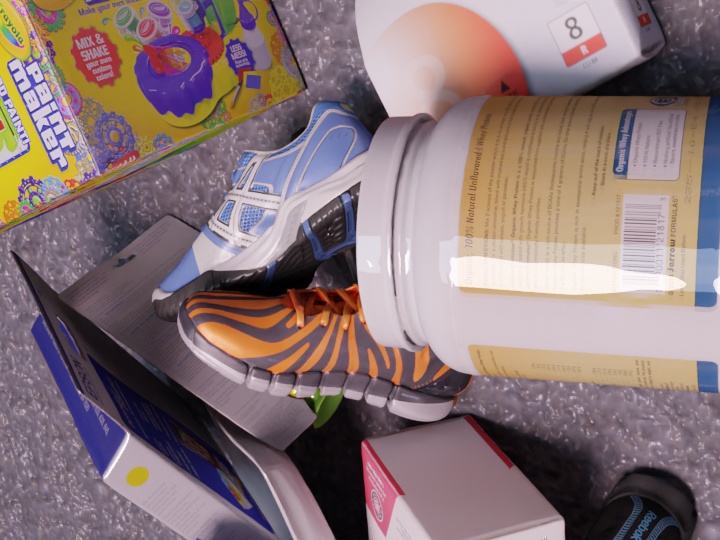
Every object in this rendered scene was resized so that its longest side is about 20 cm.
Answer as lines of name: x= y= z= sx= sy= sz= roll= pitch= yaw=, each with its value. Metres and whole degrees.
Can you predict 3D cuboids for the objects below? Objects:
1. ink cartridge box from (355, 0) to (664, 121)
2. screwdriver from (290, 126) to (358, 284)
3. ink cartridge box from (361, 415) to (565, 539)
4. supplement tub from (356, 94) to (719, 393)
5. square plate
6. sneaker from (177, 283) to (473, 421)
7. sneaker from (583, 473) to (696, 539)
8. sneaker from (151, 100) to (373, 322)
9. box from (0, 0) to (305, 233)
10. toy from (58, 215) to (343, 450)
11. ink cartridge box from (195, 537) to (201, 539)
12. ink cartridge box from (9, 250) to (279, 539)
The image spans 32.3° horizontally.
ink cartridge box: x=0.056 y=-0.176 z=0.693 sx=0.161 sy=0.050 sz=0.202 roll=-25 pitch=96 yaw=39
screwdriver: x=0.000 y=0.000 z=0.822 sx=0.029 sy=0.028 sz=0.203 roll=-22 pitch=98 yaw=10
ink cartridge box: x=0.065 y=0.219 z=0.787 sx=0.145 sy=0.083 sz=0.204 roll=-135 pitch=37 yaw=-64
supplement tub: x=0.109 y=-0.016 z=0.636 sx=0.196 sy=0.145 sz=0.147 roll=3 pitch=112 yaw=18
square plate: x=-0.042 y=0.182 z=0.850 sx=0.201 sy=0.028 sz=0.200 roll=66 pitch=167 yaw=-17
sneaker: x=-0.007 y=0.018 z=0.759 sx=0.113 sy=0.197 sz=0.078 roll=-63 pitch=30 yaw=28
sneaker: x=0.142 y=0.220 z=0.776 sx=0.072 sy=0.082 sz=0.203 roll=25 pitch=123 yaw=22
sneaker: x=-0.059 y=-0.029 z=0.790 sx=0.199 sy=0.075 sz=0.078 roll=-33 pitch=67 yaw=26
box: x=-0.178 y=-0.115 z=0.786 sx=0.191 sy=0.199 sz=0.124 roll=-19 pitch=98 yaw=39
toy: x=-0.098 y=0.049 z=0.858 sx=0.198 sy=0.115 sz=0.048 roll=29 pitch=136 yaw=23
ink cartridge box: x=-0.065 y=0.245 z=0.829 sx=0.093 sy=0.045 sz=0.201 roll=24 pitch=156 yaw=14
ink cartridge box: x=-0.159 y=0.098 z=0.840 sx=0.200 sy=0.047 sz=0.198 roll=44 pitch=180 yaw=-37
